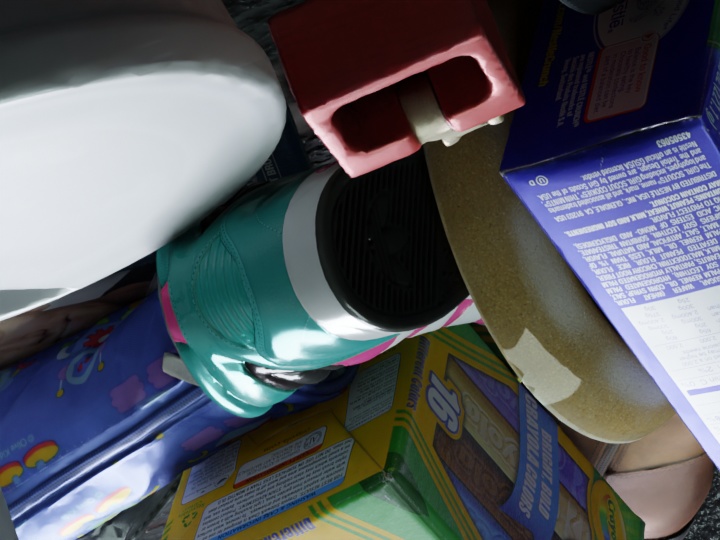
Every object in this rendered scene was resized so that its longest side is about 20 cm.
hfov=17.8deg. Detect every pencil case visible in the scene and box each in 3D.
[{"bbox_3d":[-0.092,0.053,0.891,0.200,0.078,0.087,-31,-168,27],"label":"pencil case"}]

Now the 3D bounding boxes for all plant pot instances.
[{"bbox_3d":[0.083,-0.041,0.799,0.027,0.201,0.200,-15,172,32],"label":"plant pot"}]

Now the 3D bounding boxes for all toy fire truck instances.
[{"bbox_3d":[0.010,-0.086,0.638,0.049,0.141,0.200,-24,166,10],"label":"toy fire truck"}]

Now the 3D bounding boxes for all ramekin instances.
[{"bbox_3d":[-0.130,-0.050,0.664,0.202,0.094,0.202,-21,167,-5],"label":"ramekin"}]

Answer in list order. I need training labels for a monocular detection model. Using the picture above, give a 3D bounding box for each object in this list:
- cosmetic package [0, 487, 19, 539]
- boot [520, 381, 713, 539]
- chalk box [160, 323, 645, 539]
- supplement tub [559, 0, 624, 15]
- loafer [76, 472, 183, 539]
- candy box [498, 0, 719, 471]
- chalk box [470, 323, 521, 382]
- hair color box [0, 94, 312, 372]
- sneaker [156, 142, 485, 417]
[{"bbox_3d":[-0.177,0.063,0.800,0.082,0.201,0.051,-24,166,14],"label":"cosmetic package"},{"bbox_3d":[0.070,0.047,0.953,0.188,0.069,0.200,15,139,1],"label":"boot"},{"bbox_3d":[0.032,0.129,0.921,0.124,0.200,0.124,-29,-154,28],"label":"chalk box"},{"bbox_3d":[0.131,-0.150,0.653,0.200,0.107,0.107,-30,164,29],"label":"supplement tub"},{"bbox_3d":[-0.066,0.054,1.013,0.068,0.070,0.201,-3,-139,41],"label":"loafer"},{"bbox_3d":[0.140,-0.034,0.788,0.077,0.169,0.200,-14,132,32],"label":"candy box"},{"bbox_3d":[0.125,-0.045,1.013,0.125,0.124,0.200,-8,161,-45],"label":"chalk box"},{"bbox_3d":[-0.123,-0.005,0.921,0.199,0.061,0.100,-16,165,-20],"label":"hair color box"},{"bbox_3d":[0.000,0.000,0.793,0.120,0.084,0.200,-14,176,34],"label":"sneaker"}]
